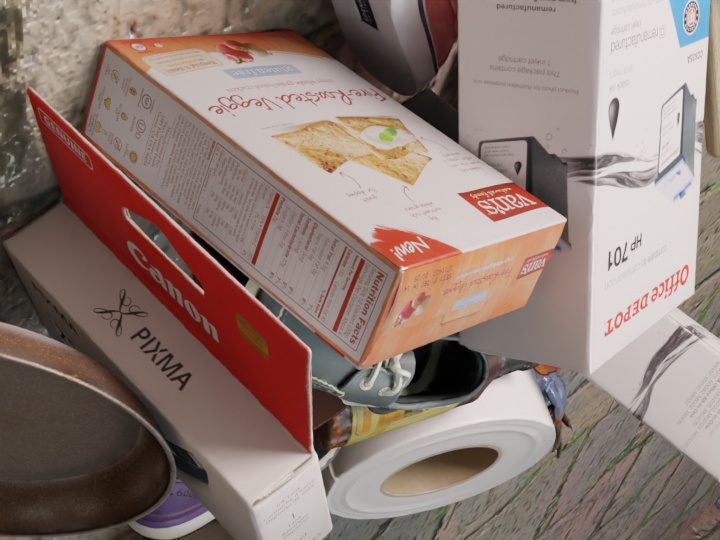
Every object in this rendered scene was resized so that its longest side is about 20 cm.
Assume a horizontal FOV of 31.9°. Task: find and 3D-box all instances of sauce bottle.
[{"bbox_3d":[0.046,0.074,0.916,0.200,0.066,0.066,-17,142,-30],"label":"sauce bottle"}]

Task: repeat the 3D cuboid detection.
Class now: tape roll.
[{"bbox_3d":[0.056,0.136,1.042,0.202,0.071,0.203,-14,154,-7],"label":"tape roll"}]

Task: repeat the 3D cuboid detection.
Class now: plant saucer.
[{"bbox_3d":[-0.184,0.073,0.587,0.200,0.200,0.032,90,3,-55],"label":"plant saucer"}]

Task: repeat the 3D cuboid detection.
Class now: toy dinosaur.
[{"bbox_3d":[0.168,0.113,1.327,0.182,0.105,0.200,73,23,-47],"label":"toy dinosaur"}]

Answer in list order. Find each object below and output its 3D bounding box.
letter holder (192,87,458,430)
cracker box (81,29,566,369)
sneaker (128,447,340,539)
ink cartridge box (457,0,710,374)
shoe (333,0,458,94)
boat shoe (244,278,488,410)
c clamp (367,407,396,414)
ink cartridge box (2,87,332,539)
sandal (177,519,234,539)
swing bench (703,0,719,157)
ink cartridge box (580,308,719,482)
[{"bbox_3d":[0.000,0.000,0.826,0.200,0.101,0.142,-35,154,-27],"label":"letter holder"},{"bbox_3d":[-0.019,-0.045,0.609,0.134,0.200,0.058,-17,138,-49],"label":"cracker box"},{"bbox_3d":[-0.077,0.112,0.893,0.200,0.076,0.088,-28,142,-37],"label":"sneaker"},{"bbox_3d":[0.121,-0.065,0.677,0.146,0.086,0.200,-27,119,-50],"label":"ink cartridge box"},{"bbox_3d":[0.027,-0.177,0.642,0.091,0.071,0.200,-49,157,-12],"label":"shoe"},{"bbox_3d":[0.007,0.035,0.648,0.200,0.062,0.073,23,85,-60],"label":"boat shoe"},{"bbox_3d":[0.057,0.016,0.786,0.171,0.027,0.200,-42,155,-14],"label":"c clamp"},{"bbox_3d":[-0.098,0.034,0.596,0.045,0.200,0.176,-38,152,-21],"label":"ink cartridge box"},{"bbox_3d":[-0.093,0.178,0.928,0.200,0.082,0.055,-25,115,-67],"label":"sandal"},{"bbox_3d":[0.257,-0.219,0.804,0.199,0.130,0.200,-39,151,-24],"label":"swing bench"},{"bbox_3d":[0.246,0.077,1.010,0.083,0.200,0.145,-54,155,9],"label":"ink cartridge box"}]
